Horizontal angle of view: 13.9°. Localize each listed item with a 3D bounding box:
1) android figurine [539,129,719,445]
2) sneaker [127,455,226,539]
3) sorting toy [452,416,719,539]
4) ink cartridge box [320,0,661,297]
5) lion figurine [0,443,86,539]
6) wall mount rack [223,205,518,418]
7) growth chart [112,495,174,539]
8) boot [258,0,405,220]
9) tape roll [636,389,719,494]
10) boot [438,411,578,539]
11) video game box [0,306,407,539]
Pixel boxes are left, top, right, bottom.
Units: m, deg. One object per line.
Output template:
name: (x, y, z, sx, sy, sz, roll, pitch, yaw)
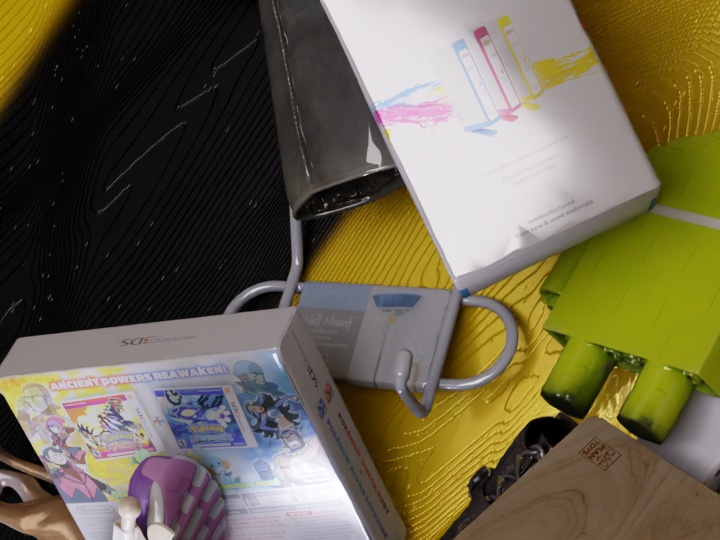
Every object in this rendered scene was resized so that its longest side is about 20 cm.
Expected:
android figurine: (0.184, 0.001, 1.682, 0.182, 0.041, 0.200, 14, 68, 46)
sneaker: (-0.128, 0.189, 1.777, 0.088, 0.081, 0.200, 14, 134, 21)
sorting toy: (0.142, 0.201, 1.573, 0.199, 0.200, 0.070, 33, 136, 21)
ink cartridge box: (0.068, -0.104, 1.643, 0.125, 0.129, 0.200, -26, 84, 2)
lion figurine: (-0.196, 0.201, 1.866, 0.122, 0.072, 0.200, 1, 82, 18)
wall mount rack: (0.000, 0.000, 1.789, 0.200, 0.075, 0.174, 4, 64, 24)
growth chart: (-0.078, 0.228, 1.675, 0.200, 0.018, 0.145, 40, 137, 24)
boot: (-0.045, -0.128, 1.788, 0.182, 0.073, 0.200, -21, 82, 51)
tape roll: (0.246, 0.146, 1.663, 0.200, 0.066, 0.201, -2, 85, 26)
boot: (0.057, 0.163, 1.688, 0.069, 0.200, 0.174, 37, 110, -1)
video game box: (-0.096, 0.111, 1.775, 0.200, 0.182, 0.047, -6, 38, 27)
